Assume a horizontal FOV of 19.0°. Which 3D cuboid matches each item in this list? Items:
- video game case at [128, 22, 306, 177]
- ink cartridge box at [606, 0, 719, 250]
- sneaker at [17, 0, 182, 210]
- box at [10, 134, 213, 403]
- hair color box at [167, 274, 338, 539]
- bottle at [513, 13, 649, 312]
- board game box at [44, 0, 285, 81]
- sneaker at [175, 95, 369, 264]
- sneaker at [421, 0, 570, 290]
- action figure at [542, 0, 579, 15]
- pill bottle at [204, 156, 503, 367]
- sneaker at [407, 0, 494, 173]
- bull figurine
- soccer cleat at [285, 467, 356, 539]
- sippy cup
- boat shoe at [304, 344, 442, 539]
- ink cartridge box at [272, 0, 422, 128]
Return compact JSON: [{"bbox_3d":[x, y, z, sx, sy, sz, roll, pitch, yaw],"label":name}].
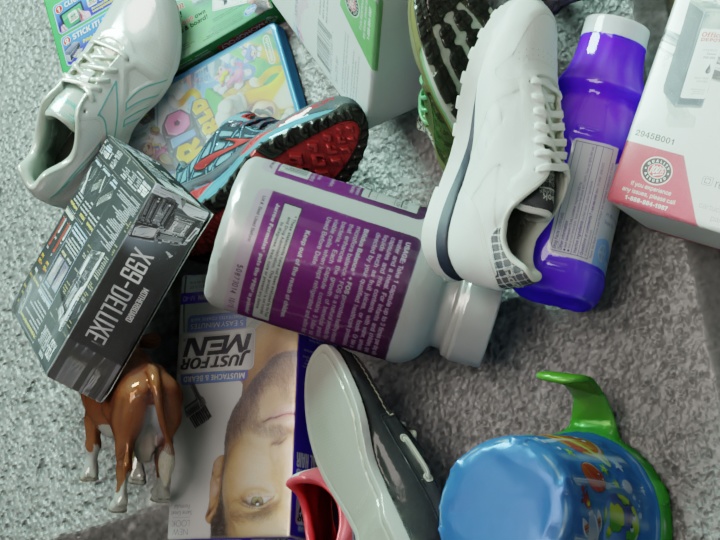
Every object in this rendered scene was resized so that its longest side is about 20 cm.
[{"bbox_3d":[-0.127,-0.089,1.691,0.200,0.018,0.144,-26,67,23],"label":"video game case"},{"bbox_3d":[0.269,-0.113,1.426,0.145,0.085,0.201,18,86,32],"label":"ink cartridge box"},{"bbox_3d":[-0.202,-0.138,1.681,0.070,0.080,0.201,26,96,28],"label":"sneaker"},{"bbox_3d":[-0.188,-0.006,1.587,0.158,0.050,0.200,-60,21,3],"label":"box"},{"bbox_3d":[-0.078,0.102,1.589,0.109,0.065,0.201,-5,77,29],"label":"hair color box"},{"bbox_3d":[0.155,-0.075,1.482,0.065,0.084,0.201,13,81,9],"label":"bottle"},{"bbox_3d":[-0.161,-0.219,1.736,0.200,0.029,0.135,-26,66,23],"label":"board game box"},{"bbox_3d":[-0.077,-0.089,1.594,0.200,0.079,0.096,-30,49,33],"label":"sneaker"},{"bbox_3d":[0.107,-0.084,1.431,0.080,0.076,0.201,7,82,43],"label":"sneaker"},{"bbox_3d":[0.146,-0.248,1.523,0.118,0.102,0.201,10,85,27],"label":"action figure"},{"bbox_3d":[0.000,0.000,1.504,0.199,0.112,0.113,18,87,2],"label":"pill bottle"},{"bbox_3d":[0.062,-0.114,1.506,0.088,0.201,0.077,8,39,46],"label":"sneaker"},{"bbox_3d":[-0.173,0.103,1.593,0.065,0.200,0.122,1,96,-13],"label":"bull figurine"},{"bbox_3d":[0.000,0.229,1.497,0.067,0.076,0.201,-37,58,40],"label":"soccer cleat"},{"bbox_3d":[0.120,0.165,1.417,0.139,0.130,0.178,-32,65,21],"label":"sippy cup"},{"bbox_3d":[0.018,0.139,1.480,0.200,0.060,0.074,65,145,30],"label":"boat shoe"},{"bbox_3d":[-0.008,-0.229,1.571,0.087,0.146,0.200,-26,59,-20],"label":"ink cartridge box"}]
